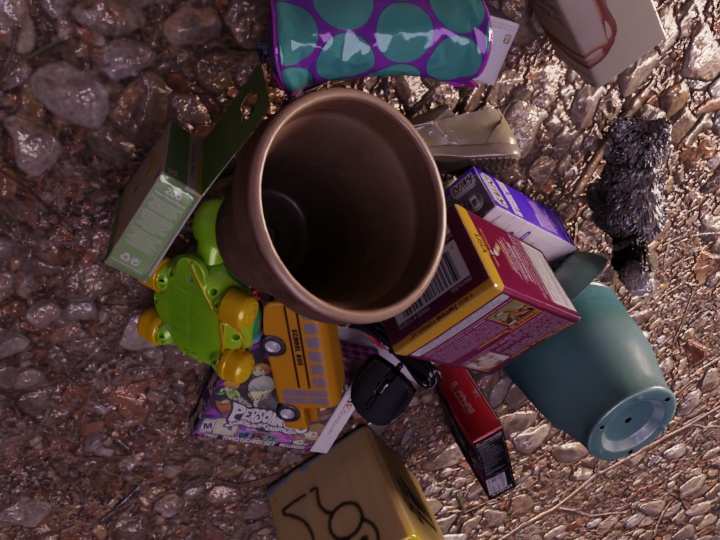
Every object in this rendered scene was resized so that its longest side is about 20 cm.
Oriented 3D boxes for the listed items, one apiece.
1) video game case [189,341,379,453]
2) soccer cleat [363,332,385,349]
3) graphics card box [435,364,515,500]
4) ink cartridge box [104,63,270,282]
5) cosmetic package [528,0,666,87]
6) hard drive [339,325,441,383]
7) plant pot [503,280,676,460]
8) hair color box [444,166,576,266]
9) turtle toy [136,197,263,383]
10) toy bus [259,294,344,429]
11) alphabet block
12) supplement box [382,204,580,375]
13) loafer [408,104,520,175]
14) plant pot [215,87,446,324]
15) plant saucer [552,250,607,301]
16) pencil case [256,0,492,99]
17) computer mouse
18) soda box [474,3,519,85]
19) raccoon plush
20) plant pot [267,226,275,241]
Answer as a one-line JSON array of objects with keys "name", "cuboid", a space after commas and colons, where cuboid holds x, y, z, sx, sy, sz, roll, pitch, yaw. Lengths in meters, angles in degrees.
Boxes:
[{"name": "video game case", "cuboid": [-0.098, 0.157, 0.961, 0.199, 0.036, 0.182, 15, 122, -25]}, {"name": "soccer cleat", "cuboid": [0.000, 0.000, 0.858, 0.066, 0.077, 0.201, -22, 117, 0]}, {"name": "graphics card box", "cuboid": [0.161, 0.226, 1.050, 0.051, 0.126, 0.201, -28, 140, -4]}, {"name": "ink cartridge box", "cuboid": [-0.162, -0.105, 0.689, 0.048, 0.146, 0.200, 29, 110, -25]}, {"name": "cosmetic package", "cuboid": [0.210, -0.294, 0.729, 0.087, 0.104, 0.200, -37, 127, 10]}, {"name": "hard drive", "cuboid": [0.068, 0.073, 0.986, 0.199, 0.026, 0.132, 33, 108, -36]}, {"name": "plant pot", "cuboid": [0.326, 0.148, 1.032, 0.198, 0.188, 0.201, -12, 128, -15]}, {"name": "hair color box", "cuboid": [0.156, -0.040, 0.872, 0.109, 0.065, 0.199, -39, 148, 26]}, {"name": "turtle toy", "cuboid": [-0.157, 0.018, 0.800, 0.145, 0.101, 0.201, 23, 125, 18]}, {"name": "toy bus", "cuboid": [-0.064, 0.093, 0.843, 0.078, 0.065, 0.201, -1, 128, 8]}, {"name": "alphabet block", "cuboid": [0.005, 0.388, 1.075, 0.195, 0.200, 0.197, -35, 129, 6]}, {"name": "supplement box", "cuboid": [0.122, 0.028, 0.791, 0.131, 0.104, 0.199, -37, 147, 25]}, {"name": "loafer", "cuboid": [0.072, -0.141, 0.808, 0.198, 0.069, 0.076, 0, 164, -5]}, {"name": "plant pot", "cuboid": [-0.049, -0.044, 0.681, 0.199, 0.174, 0.202, 7, 78, -35]}, {"name": "plant saucer", "cuboid": [0.221, 0.033, 0.944, 0.200, 0.200, 0.036, -40, 88, 9]}, {"name": "pencil case", "cuboid": [0.014, -0.202, 0.648, 0.198, 0.085, 0.093, -7, 111, -16]}, {"name": "computer mouse", "cuboid": [0.005, 0.120, 0.875, 0.046, 0.140, 0.200, -43, 173, -29]}, {"name": "soda box", "cuboid": [0.051, -0.243, 0.728, 0.198, 0.064, 0.068, 7, 122, -25]}, {"name": "raccoon plush", "cuboid": [0.339, -0.089, 0.877, 0.096, 0.201, 0.134, -9, 142, -2]}, {"name": "plant pot", "cuboid": [-0.019, -0.069, 0.782, 0.198, 0.028, 0.202, 6, 116, 12]}]
